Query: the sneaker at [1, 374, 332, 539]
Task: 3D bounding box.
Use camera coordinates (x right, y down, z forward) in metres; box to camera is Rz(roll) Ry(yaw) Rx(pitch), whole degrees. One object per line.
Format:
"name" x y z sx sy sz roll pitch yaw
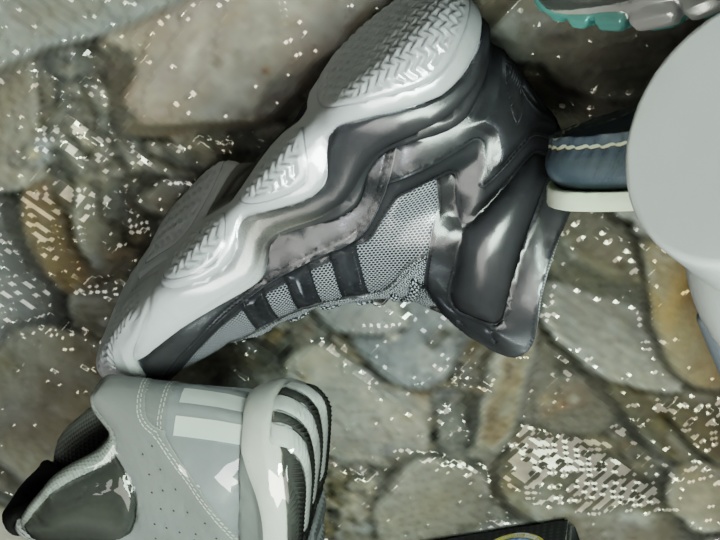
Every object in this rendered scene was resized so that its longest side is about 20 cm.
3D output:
"sneaker" -0.073 0.113 0.993 0.115 0.075 0.201 10 125 7

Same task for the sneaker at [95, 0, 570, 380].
"sneaker" 0.000 0.000 0.944 0.114 0.076 0.200 39 120 -15

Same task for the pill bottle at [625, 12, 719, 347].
"pill bottle" 0.164 -0.001 0.799 0.111 0.112 0.200 -30 141 26

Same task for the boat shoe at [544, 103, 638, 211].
"boat shoe" 0.151 -0.066 0.870 0.199 0.075 0.062 -14 107 8

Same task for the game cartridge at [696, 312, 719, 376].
"game cartridge" 0.222 0.023 0.921 0.199 0.042 0.134 -23 99 18

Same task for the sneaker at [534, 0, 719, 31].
"sneaker" 0.134 -0.143 0.837 0.199 0.078 0.092 -24 102 20

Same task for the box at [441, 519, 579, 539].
"box" 0.035 0.200 1.104 0.159 0.044 0.201 -11 123 17
